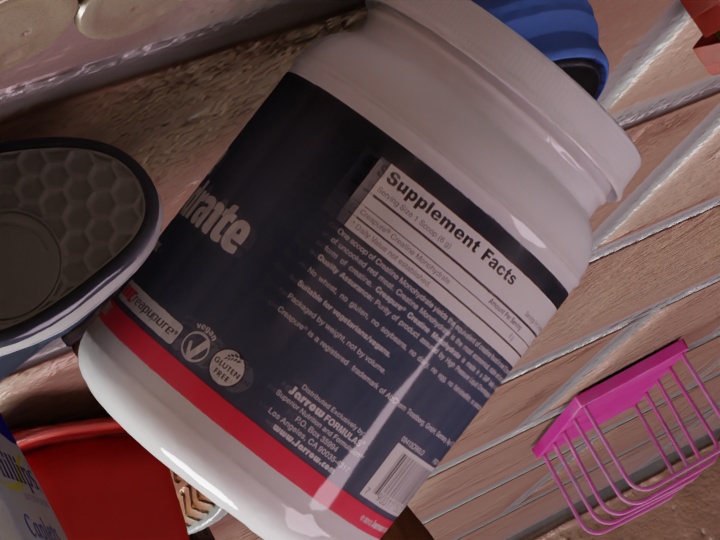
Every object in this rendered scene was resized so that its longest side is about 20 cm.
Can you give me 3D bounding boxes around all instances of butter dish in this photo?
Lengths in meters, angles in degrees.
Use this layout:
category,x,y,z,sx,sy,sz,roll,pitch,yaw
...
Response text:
category,x,y,z,sx,sy,sz,roll,pitch,yaw
butter dish,-0.174,0.179,1.141,0.199,0.148,0.200,-35,166,21

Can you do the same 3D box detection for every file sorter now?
category,x,y,z,sx,sy,sz,roll,pitch,yaw
file sorter,0.291,0.186,2.194,0.138,0.126,0.200,-26,166,-17

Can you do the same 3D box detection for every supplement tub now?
category,x,y,z,sx,sy,sz,roll,pitch,yaw
supplement tub,0.000,0.000,0.795,0.200,0.140,0.140,-52,166,-2

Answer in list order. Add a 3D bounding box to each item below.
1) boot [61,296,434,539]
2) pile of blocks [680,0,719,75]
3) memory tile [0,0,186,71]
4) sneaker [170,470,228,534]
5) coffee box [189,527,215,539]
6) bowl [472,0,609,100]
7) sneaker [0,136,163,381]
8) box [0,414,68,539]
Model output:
category,x,y,z,sx,sy,sz,roll,pitch,yaw
boot,-0.044,0.092,0.990,0.068,0.201,0.188,-34,166,16
pile of blocks,0.200,-0.114,1.033,0.062,0.082,0.200,-34,166,14
memory tile,-0.086,-0.112,0.578,0.153,0.017,0.200,-22,165,-32
sneaker,-0.061,0.099,1.255,0.080,0.072,0.200,-6,151,-50
coffee box,-0.166,0.217,1.364,0.080,0.114,0.200,-35,165,21
bowl,0.028,-0.059,0.954,0.200,0.040,0.201,-29,166,-8
sneaker,-0.155,0.028,0.785,0.201,0.077,0.146,-29,163,1
box,-0.213,0.181,0.949,0.183,0.201,0.105,-31,168,1
